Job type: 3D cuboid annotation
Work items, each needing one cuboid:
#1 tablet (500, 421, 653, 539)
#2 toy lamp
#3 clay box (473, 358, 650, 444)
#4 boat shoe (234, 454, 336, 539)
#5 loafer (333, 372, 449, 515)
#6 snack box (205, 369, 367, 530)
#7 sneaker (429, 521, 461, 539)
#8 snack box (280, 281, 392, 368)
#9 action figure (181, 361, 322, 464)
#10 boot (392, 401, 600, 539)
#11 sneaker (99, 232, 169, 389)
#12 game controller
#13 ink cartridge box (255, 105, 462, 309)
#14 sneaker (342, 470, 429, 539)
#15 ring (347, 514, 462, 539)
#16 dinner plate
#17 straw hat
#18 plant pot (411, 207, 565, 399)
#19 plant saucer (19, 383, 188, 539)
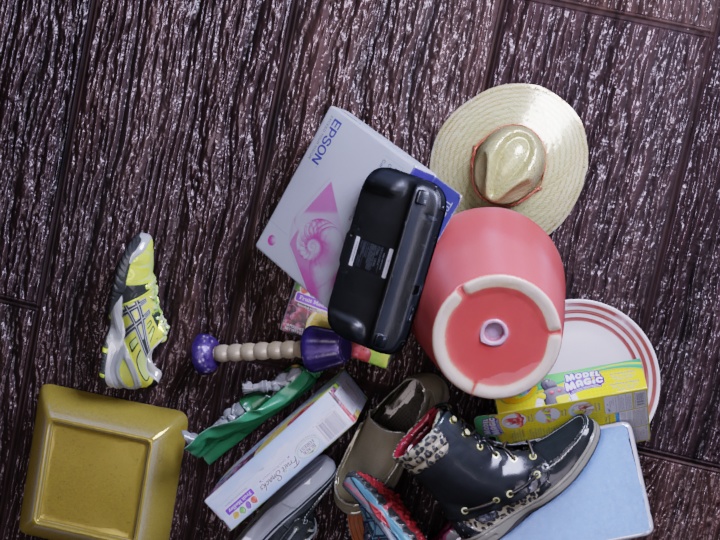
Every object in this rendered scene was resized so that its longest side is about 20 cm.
[{"bbox_3d":[0.225,0.256,1.547,0.198,0.014,0.131,-13,79,10],"label":"tablet"},{"bbox_3d":[-0.105,0.097,1.616,0.199,0.058,0.059,-6,95,26],"label":"toy lamp"},{"bbox_3d":[0.233,0.167,1.569,0.198,0.115,0.048,-10,50,6],"label":"clay box"},{"bbox_3d":[-0.087,0.312,1.673,0.071,0.072,0.200,40,109,-7],"label":"boat shoe"},{"bbox_3d":[0.027,0.202,1.625,0.075,0.068,0.201,31,85,31],"label":"loafer"},{"bbox_3d":[-0.086,0.211,1.612,0.200,0.142,0.053,-41,89,8],"label":"snack box"},{"bbox_3d":[0.092,0.371,1.644,0.199,0.081,0.089,-32,89,9],"label":"sneaker"},{"bbox_3d":[0.000,0.000,1.635,0.141,0.053,0.201,20,97,4],"label":"snack box"},{"bbox_3d":[-0.122,0.160,1.650,0.199,0.118,0.055,-33,79,0],"label":"action figure"},{"bbox_3d":[0.151,0.198,1.498,0.203,0.074,0.154,-42,103,7],"label":"boot"},{"bbox_3d":[-0.271,0.051,1.669,0.076,0.075,0.202,10,107,-2],"label":"sneaker"},{"bbox_3d":[0.027,-0.011,1.502,0.104,0.042,0.202,23,101,32],"label":"game controller"},{"bbox_3d":[-0.007,-0.057,1.556,0.200,0.043,0.197,38,106,32],"label":"ink cartridge box"},{"bbox_3d":[0.029,0.324,1.549,0.095,0.079,0.200,-40,72,9],"label":"sneaker"},{"bbox_3d":[0.080,0.282,1.622,0.199,0.019,0.202,-9,60,15],"label":"ring"},{"bbox_3d":[0.261,0.134,1.631,0.198,0.024,0.202,1,96,7],"label":"dinner plate"},{"bbox_3d":[0.174,-0.124,1.586,0.199,0.085,0.203,1,95,6],"label":"straw hat"},{"bbox_3d":[0.145,0.046,1.517,0.199,0.177,0.202,0,106,1],"label":"plant pot"},{"bbox_3d":[-0.331,0.261,1.702,0.198,0.048,0.202,11,96,6],"label":"plant saucer"}]
